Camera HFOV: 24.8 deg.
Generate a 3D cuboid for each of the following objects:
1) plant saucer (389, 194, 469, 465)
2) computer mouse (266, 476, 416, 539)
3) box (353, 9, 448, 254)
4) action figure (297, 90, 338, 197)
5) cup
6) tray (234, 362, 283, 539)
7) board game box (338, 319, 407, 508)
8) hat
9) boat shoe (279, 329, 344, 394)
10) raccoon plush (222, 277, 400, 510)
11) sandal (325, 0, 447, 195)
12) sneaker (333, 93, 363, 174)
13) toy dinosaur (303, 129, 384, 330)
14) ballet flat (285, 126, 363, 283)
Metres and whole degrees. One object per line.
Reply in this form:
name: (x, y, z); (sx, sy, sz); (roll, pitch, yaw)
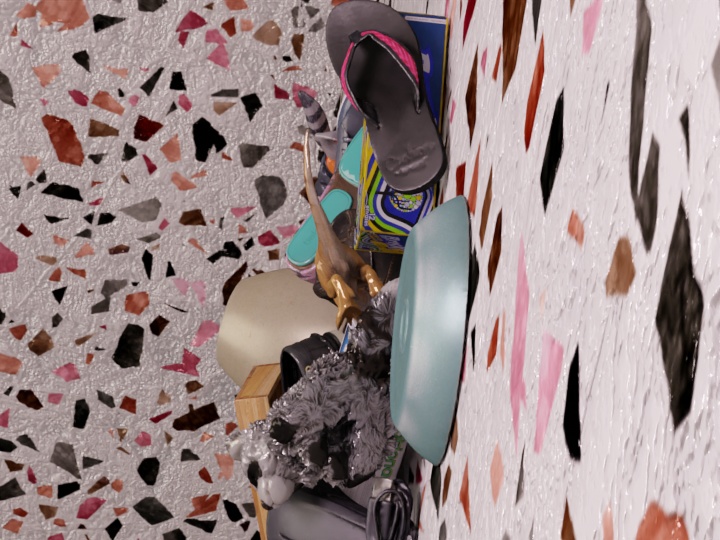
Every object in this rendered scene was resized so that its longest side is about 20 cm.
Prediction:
plant saucer: (0.047, 0.042, 1.203); (0.200, 0.036, 0.200); (-174, 90, -87)
computer mouse: (-0.030, 0.220, 1.350); (0.200, 0.053, 0.139); (15, 103, 59)
box: (0.035, -0.119, 1.412); (0.070, 0.064, 0.200); (111, 164, -75)
action figure: (-0.014, -0.141, 1.841); (0.194, 0.105, 0.200); (89, -174, -50)
cup: (-0.077, 0.077, 1.818); (0.200, 0.143, 0.200); (15, -90, -80)
tray: (-0.079, 0.199, 1.566); (0.099, 0.037, 0.200); (-65, -34, -72)
board game box: (-0.006, 0.158, 1.419); (0.126, 0.035, 0.200); (-117, 39, -57)
hat: (0.000, 0.000, 1.514); (0.201, 0.081, 0.201); (-171, 90, -81)
boat shoe: (-0.046, 0.152, 1.523); (0.074, 0.063, 0.202); (36, 132, 50)
raccoon plush: (-0.022, 0.107, 1.330); (0.200, 0.097, 0.134); (-49, 16, -23)
sandal: (0.019, -0.154, 1.347); (0.045, 0.075, 0.200); (40, -155, -56)
sneaker: (0.001, -0.080, 1.662); (0.146, 0.077, 0.202); (-75, -9, -54)
toy dinosaur: (-0.020, -0.007, 1.352); (0.106, 0.060, 0.200); (53, 169, 38)
ballet flat: (0.002, -0.072, 1.595); (0.200, 0.069, 0.071); (-57, -38, 1)
